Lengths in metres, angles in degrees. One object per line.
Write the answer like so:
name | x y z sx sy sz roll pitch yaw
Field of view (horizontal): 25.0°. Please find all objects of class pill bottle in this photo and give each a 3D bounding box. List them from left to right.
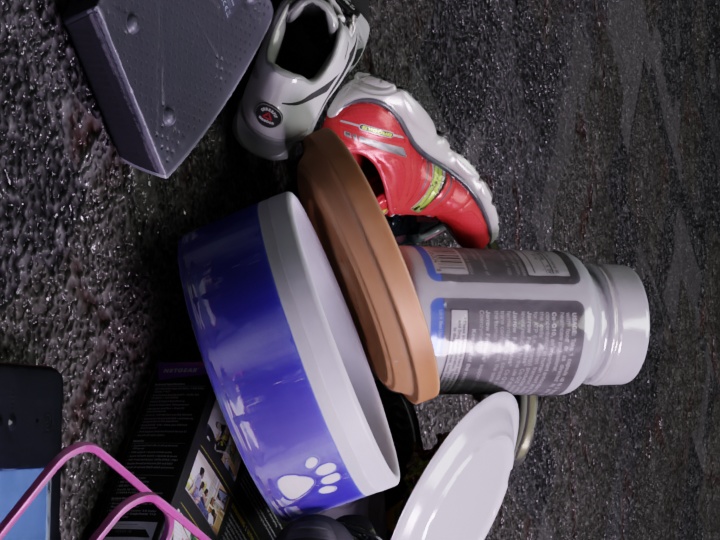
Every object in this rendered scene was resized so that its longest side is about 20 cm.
pill bottle | 0.116 0.040 1.259 0.114 0.198 0.115 -178 -90 -72

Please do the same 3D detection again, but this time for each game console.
game console | -0.202 0.147 0.830 0.177 0.031 0.202 13 77 -66

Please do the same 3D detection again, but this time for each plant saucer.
plant saucer | 0.000 0.000 1.121 0.200 0.032 0.201 157 -90 -83

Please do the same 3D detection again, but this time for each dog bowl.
dog bowl | -0.045 0.056 1.044 0.200 0.078 0.201 -21 90 -87

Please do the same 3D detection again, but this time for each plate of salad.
plate of salad | 0.061 0.179 1.235 0.200 0.048 0.201 -44 149 -35

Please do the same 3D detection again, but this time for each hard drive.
hard drive | -0.119 -0.164 1.030 0.201 0.042 0.136 -65 145 -47

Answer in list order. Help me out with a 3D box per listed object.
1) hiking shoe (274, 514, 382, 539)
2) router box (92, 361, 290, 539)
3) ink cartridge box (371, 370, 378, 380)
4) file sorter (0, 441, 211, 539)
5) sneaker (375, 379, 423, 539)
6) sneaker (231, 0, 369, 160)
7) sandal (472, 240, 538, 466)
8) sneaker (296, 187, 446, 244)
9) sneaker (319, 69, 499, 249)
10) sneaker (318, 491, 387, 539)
hiking shoe | -0.023 0.201 1.082 0.201 0.075 0.101 80 10 -53
router box | -0.095 0.179 1.050 0.201 0.051 0.150 67 29 -41
ink cartridge box | 0.058 0.038 1.400 0.200 0.066 0.117 -2 90 -67
file sorter | -0.086 0.194 0.773 0.126 0.199 0.139 -52 148 -10
sneaker | 0.025 0.173 1.322 0.090 0.069 0.202 -51 139 -64
sneaker | -0.029 -0.174 1.166 0.089 0.074 0.201 116 -7 -49
sandal | 0.105 0.067 1.357 0.080 0.057 0.202 112 -33 -72
sneaker | 0.017 -0.052 1.290 0.200 0.081 0.071 -12 99 -66
sneaker | 0.031 -0.068 1.227 0.085 0.077 0.200 -51 131 -6
sneaker | -0.018 0.166 1.233 0.082 0.074 0.202 -63 153 -72
